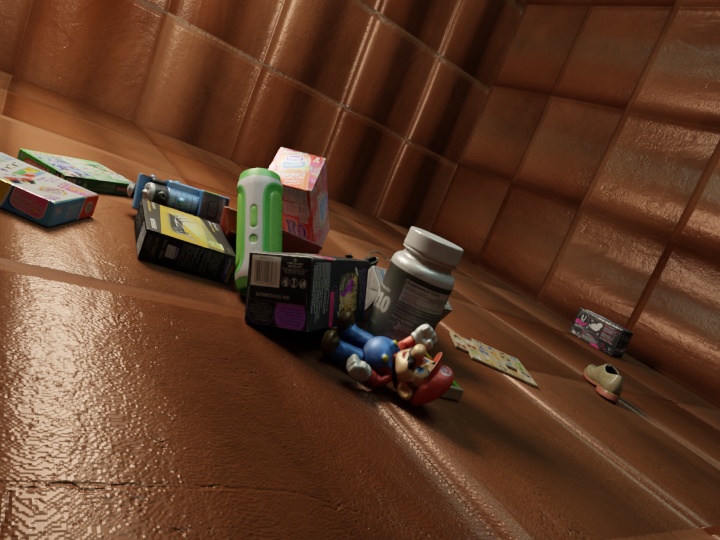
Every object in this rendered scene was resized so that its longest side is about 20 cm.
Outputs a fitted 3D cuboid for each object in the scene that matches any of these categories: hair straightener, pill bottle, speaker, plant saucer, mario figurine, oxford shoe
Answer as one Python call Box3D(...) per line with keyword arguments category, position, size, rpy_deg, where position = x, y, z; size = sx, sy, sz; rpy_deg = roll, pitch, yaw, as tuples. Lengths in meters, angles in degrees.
Box3D(category="hair straightener", position=(0.000, 0.000, 1.080), size=(0.196, 0.079, 0.040), rpy_deg=(-19, 2, -36))
Box3D(category="pill bottle", position=(0.086, 0.041, 0.904), size=(0.111, 0.205, 0.114), rpy_deg=(22, 10, -4))
Box3D(category="speaker", position=(-0.173, -0.065, 0.944), size=(0.085, 0.207, 0.089), rpy_deg=(-2, -15, -1))
Box3D(category="plant saucer", position=(-0.189, -0.046, 1.094), size=(0.195, 0.038, 0.199), rpy_deg=(21, -16, -13))
Box3D(category="mario figurine", position=(0.045, 0.115, 0.802), size=(0.195, 0.126, 0.106), rpy_deg=(22, -14, 16))
Box3D(category="oxford shoe", position=(0.660, 0.285, 1.480), size=(0.069, 0.077, 0.200), rpy_deg=(23, 10, 0))

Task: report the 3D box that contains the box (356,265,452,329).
Box3D(category="box", position=(0.069, 0.069, 1.050), size=(0.196, 0.117, 0.061), rpy_deg=(16, 41, -41))

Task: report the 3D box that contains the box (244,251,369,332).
Box3D(category="box", position=(-0.080, 0.029, 0.884), size=(0.119, 0.110, 0.199), rpy_deg=(6, 2, 24))

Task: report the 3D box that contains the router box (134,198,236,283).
Box3D(category="router box", position=(-0.319, -0.057, 0.989), size=(0.154, 0.053, 0.200), rpy_deg=(19, 12, -30))

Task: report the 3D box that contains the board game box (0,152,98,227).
Box3D(category="board game box", position=(-0.552, -0.138, 0.888), size=(0.195, 0.041, 0.153), rpy_deg=(24, 11, -6))

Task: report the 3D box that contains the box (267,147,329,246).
Box3D(category="box", position=(-0.122, -0.128, 1.097), size=(0.100, 0.203, 0.096), rpy_deg=(14, 54, 11))

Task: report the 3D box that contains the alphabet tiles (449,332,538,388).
Box3D(category="alphabet tiles", position=(0.301, 0.199, 1.279), size=(0.195, 0.008, 0.167), rpy_deg=(25, 11, -4))

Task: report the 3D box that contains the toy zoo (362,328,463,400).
Box3D(category="toy zoo", position=(0.077, 0.153, 0.955), size=(0.128, 0.021, 0.200), rpy_deg=(19, 12, -28))

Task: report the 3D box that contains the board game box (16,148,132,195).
Box3D(category="board game box", position=(-0.587, -0.203, 1.158), size=(0.132, 0.030, 0.199), rpy_deg=(27, 11, 16))

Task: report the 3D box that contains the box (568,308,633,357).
Box3D(category="box", position=(0.989, 0.253, 2.264), size=(0.130, 0.118, 0.199), rpy_deg=(13, 16, -44))

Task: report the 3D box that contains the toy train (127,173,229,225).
Box3D(category="toy train", position=(-0.369, -0.139, 1.125), size=(0.197, 0.090, 0.112), rpy_deg=(15, -5, -42))
